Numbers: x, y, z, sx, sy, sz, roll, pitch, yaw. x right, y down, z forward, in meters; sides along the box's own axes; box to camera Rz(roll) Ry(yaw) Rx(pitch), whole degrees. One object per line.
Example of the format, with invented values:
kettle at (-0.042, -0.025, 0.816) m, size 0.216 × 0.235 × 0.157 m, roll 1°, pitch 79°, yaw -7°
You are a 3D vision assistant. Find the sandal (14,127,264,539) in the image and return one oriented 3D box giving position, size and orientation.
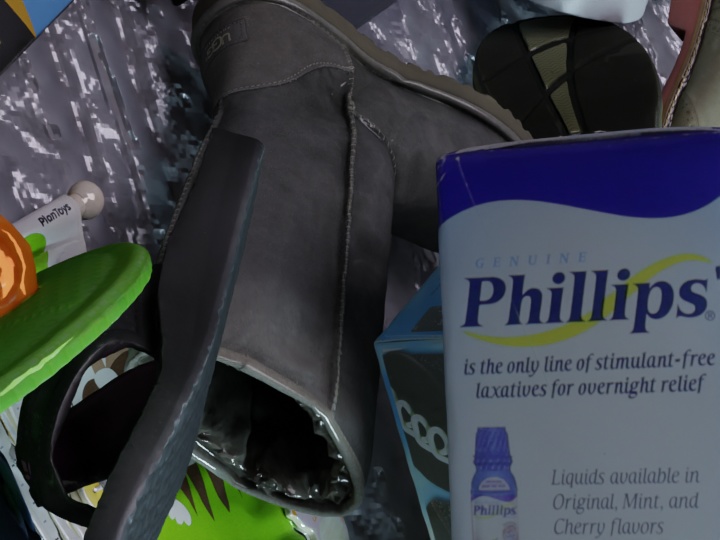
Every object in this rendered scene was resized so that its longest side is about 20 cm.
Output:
sandal at (-0.069, 0.032, 0.772) m, size 0.048 × 0.075 × 0.201 m, roll 14°, pitch 38°, yaw 0°

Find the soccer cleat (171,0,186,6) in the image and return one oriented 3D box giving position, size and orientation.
soccer cleat at (-0.044, -0.179, 0.937) m, size 0.068 × 0.200 × 0.085 m, roll -9°, pitch 61°, yaw -22°

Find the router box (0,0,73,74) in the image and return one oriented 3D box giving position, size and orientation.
router box at (-0.170, -0.158, 0.873) m, size 0.200 × 0.051 × 0.149 m, roll 50°, pitch 38°, yaw -14°

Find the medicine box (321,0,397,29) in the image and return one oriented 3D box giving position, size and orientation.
medicine box at (0.053, -0.209, 1.058) m, size 0.103 × 0.200 × 0.182 m, roll 50°, pitch 36°, yaw -10°

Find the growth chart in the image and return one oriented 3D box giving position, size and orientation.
growth chart at (-0.067, 0.064, 0.875) m, size 0.200 × 0.018 × 0.145 m, roll 56°, pitch 35°, yaw -8°

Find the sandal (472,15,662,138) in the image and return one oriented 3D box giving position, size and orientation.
sandal at (0.096, -0.032, 1.106) m, size 0.080 × 0.057 × 0.201 m, roll -7°, pitch 51°, yaw -14°

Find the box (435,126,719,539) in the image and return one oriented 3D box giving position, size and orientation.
box at (0.114, 0.058, 0.887) m, size 0.184 × 0.105 × 0.201 m, roll 2°, pitch 86°, yaw -61°

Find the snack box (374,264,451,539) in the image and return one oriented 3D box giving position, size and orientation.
snack box at (0.067, 0.085, 0.946) m, size 0.116 × 0.037 × 0.200 m, roll -49°, pitch 129°, yaw -53°

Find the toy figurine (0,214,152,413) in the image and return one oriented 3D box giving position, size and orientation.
toy figurine at (-0.179, -0.025, 0.680) m, size 0.200 × 0.150 × 0.184 m, roll -42°, pitch 105°, yaw -40°

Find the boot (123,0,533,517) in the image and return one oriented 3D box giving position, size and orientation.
boot at (-0.001, 0.002, 0.938) m, size 0.182 × 0.073 × 0.200 m, roll 28°, pitch 34°, yaw -25°

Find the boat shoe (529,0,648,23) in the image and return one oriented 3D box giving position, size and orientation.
boat shoe at (0.123, -0.161, 1.203) m, size 0.072 × 0.066 × 0.200 m, roll 26°, pitch 26°, yaw 23°

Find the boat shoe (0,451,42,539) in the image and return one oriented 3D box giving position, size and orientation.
boat shoe at (-0.085, 0.130, 0.752) m, size 0.069 × 0.084 × 0.200 m, roll -5°, pitch 72°, yaw -56°

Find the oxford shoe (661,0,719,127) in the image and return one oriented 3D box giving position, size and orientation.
oxford shoe at (0.171, -0.060, 1.164) m, size 0.070 × 0.075 × 0.201 m, roll 23°, pitch 72°, yaw -58°
